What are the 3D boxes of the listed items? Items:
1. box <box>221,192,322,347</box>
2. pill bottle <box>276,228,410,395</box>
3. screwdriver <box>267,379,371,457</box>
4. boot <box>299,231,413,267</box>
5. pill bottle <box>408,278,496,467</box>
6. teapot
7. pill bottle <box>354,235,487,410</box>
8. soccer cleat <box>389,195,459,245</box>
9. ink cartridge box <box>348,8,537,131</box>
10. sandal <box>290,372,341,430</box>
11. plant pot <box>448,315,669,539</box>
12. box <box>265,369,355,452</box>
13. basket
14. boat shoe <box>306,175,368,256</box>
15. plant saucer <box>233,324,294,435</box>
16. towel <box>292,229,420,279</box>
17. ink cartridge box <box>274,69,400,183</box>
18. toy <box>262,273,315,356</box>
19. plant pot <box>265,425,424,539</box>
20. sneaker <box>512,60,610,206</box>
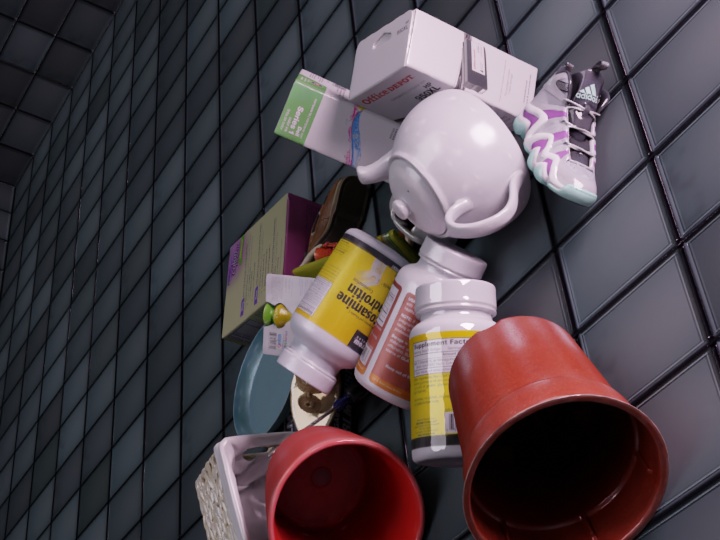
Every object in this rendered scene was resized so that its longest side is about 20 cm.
[{"bbox_3d":[-0.130,0.008,1.982,0.200,0.096,0.178,-38,42,46],"label":"box"},{"bbox_3d":[-0.022,0.055,1.601,0.201,0.112,0.112,-58,27,-4],"label":"pill bottle"},{"bbox_3d":[-0.047,0.194,1.655,0.199,0.028,0.029,-35,-7,-20],"label":"screwdriver"},{"bbox_3d":[-0.007,-0.012,1.758,0.199,0.106,0.076,-31,44,49],"label":"boot"},{"bbox_3d":[0.112,0.118,1.408,0.114,0.113,0.203,-23,63,55],"label":"pill bottle"},{"bbox_3d":[0.103,-0.110,1.495,0.146,0.198,0.200,-36,-10,-17],"label":"teapot"},{"bbox_3d":[0.079,0.065,1.539,0.202,0.111,0.112,-65,28,10],"label":"pill bottle"},{"bbox_3d":[0.071,-0.085,1.676,0.070,0.086,0.200,-65,27,9],"label":"soccer cleat"},{"bbox_3d":[0.105,-0.240,1.591,0.144,0.198,0.085,-21,54,56],"label":"ink cartridge box"},{"bbox_3d":[-0.062,0.123,1.675,0.077,0.070,0.214,16,88,25],"label":"sandal"},{"bbox_3d":[0.178,0.156,1.230,0.202,0.199,0.196,-59,21,20],"label":"plant pot"},{"bbox_3d":[-0.075,0.202,1.809,0.198,0.049,0.202,-38,41,46],"label":"box"},{"bbox_3d":[-0.134,0.340,1.694,0.124,0.134,0.202,-50,50,46],"label":"basket"},{"bbox_3d":[-0.043,-0.047,1.894,0.068,0.072,0.202,-10,55,64],"label":"boat shoe"},{"bbox_3d":[-0.134,0.165,1.864,0.200,0.027,0.202,-42,37,42],"label":"plant saucer"},{"bbox_3d":[0.000,0.000,1.714,0.199,0.086,0.018,-19,32,40],"label":"towel"},{"bbox_3d":[-0.013,-0.202,1.749,0.145,0.198,0.085,-87,21,-75],"label":"ink cartridge box"},{"bbox_3d":[-0.042,0.070,1.742,0.198,0.047,0.117,5,94,21],"label":"toy"},{"bbox_3d":[-0.035,0.285,1.545,0.177,0.199,0.202,-149,80,-74],"label":"plant pot"},{"bbox_3d":[0.249,-0.174,1.414,0.141,0.077,0.201,-57,30,26],"label":"sneaker"}]
